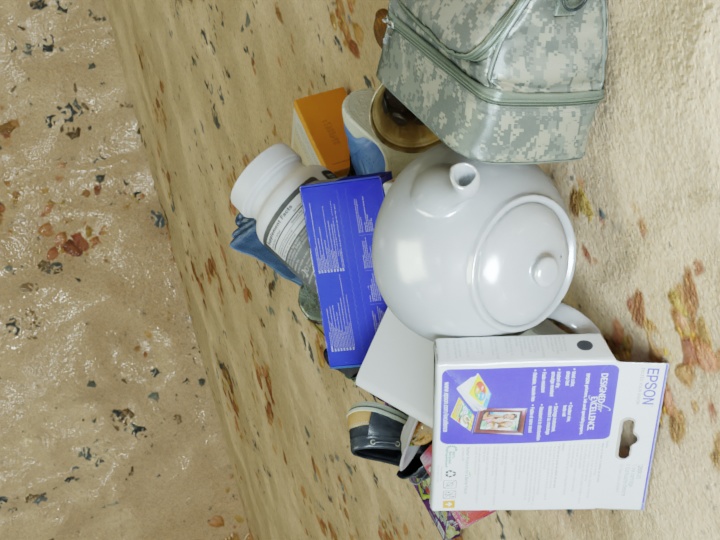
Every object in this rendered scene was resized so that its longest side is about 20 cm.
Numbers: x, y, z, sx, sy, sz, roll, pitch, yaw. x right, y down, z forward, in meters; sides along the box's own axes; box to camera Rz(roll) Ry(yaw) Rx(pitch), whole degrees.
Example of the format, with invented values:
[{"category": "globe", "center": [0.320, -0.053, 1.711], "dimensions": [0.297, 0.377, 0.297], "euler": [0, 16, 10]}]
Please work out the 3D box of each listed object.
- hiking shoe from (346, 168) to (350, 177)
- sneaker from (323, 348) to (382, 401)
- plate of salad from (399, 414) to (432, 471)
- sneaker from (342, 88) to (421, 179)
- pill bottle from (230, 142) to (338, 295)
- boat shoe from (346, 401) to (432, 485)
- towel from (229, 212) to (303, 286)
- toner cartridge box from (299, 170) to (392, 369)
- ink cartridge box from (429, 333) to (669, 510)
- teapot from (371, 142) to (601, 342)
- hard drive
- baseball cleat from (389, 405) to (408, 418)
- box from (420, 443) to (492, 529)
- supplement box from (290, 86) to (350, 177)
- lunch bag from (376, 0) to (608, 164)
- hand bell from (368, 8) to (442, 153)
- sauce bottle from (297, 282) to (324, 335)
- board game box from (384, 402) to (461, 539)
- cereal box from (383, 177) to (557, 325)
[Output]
[{"category": "hiking shoe", "center": [0.011, -0.031, 1.811], "dimensions": [0.076, 0.100, 0.201], "euler": [37, 162, 53]}, {"category": "sneaker", "center": [0.019, 0.123, 1.847], "dimensions": [0.200, 0.074, 0.088], "euler": [-4, -104, -69]}, {"category": "plate of salad", "center": [0.095, 0.128, 1.573], "dimensions": [0.048, 0.201, 0.201], "euler": [25, 148, 10]}, {"category": "sneaker", "center": [0.044, -0.103, 1.644], "dimensions": [0.200, 0.076, 0.112], "euler": [53, 163, 32]}, {"category": "pill bottle", "center": [-0.046, -0.047, 1.677], "dimensions": [0.200, 0.116, 0.116], "euler": [43, 155, 15]}, {"category": "boat shoe", "center": [0.068, 0.212, 1.682], "dimensions": [0.075, 0.199, 0.063], "euler": [-34, 38, 49]}, {"category": "towel", "center": [-0.064, -0.017, 1.885], "dimensions": [0.111, 0.199, 0.049], "euler": [-29, 34, 47]}, {"category": "toner cartridge box", "center": [0.000, 0.000, 1.572], "dimensions": [0.043, 0.094, 0.202], "euler": [-32, -65, -67]}, {"category": "ink cartridge box", "center": [0.161, 0.138, 1.302], "dimensions": [0.044, 0.198, 0.199], "euler": [-89, -1, -48]}, {"category": "teapot", "center": [0.118, -0.012, 1.274], "dimensions": [0.146, 0.199, 0.199], "euler": [23, 115, 49]}, {"category": "hard drive", "center": [0.089, 0.089, 1.441], "dimensions": [0.199, 0.025, 0.133], "euler": [25, 91, 47]}, {"category": "baseball cleat", "center": [0.046, 0.086, 1.659], "dimensions": [0.070, 0.106, 0.201], "euler": [-104, 29, -58]}, {"category": "box", "center": [0.143, 0.189, 1.524], "dimensions": [0.096, 0.099, 0.200], "euler": [60, 161, 13]}, {"category": "supplement box", "center": [-0.036, -0.120, 1.895], "dimensions": [0.201, 0.073, 0.127], "euler": [99, 150, -57]}, {"category": "lunch bag", "center": [0.111, -0.203, 1.214], "dimensions": [0.200, 0.138, 0.169], "euler": [52, 135, 49]}, {"category": "hand bell", "center": [0.040, -0.222, 1.549], "dimensions": [0.201, 0.103, 0.105], "euler": [-108, 11, -50]}, {"category": "sauce bottle", "center": [-0.032, 0.051, 1.807], "dimensions": [0.200, 0.064, 0.065], "euler": [63, -173, -77]}, {"category": "board game box", "center": [0.082, 0.243, 1.940], "dimensions": [0.121, 0.032, 0.201], "euler": [86, 160, -47]}, {"category": "cereal box", "center": [0.107, -0.017, 1.475], "dimensions": [0.199, 0.039, 0.145], "euler": [12, 119, 53]}]
